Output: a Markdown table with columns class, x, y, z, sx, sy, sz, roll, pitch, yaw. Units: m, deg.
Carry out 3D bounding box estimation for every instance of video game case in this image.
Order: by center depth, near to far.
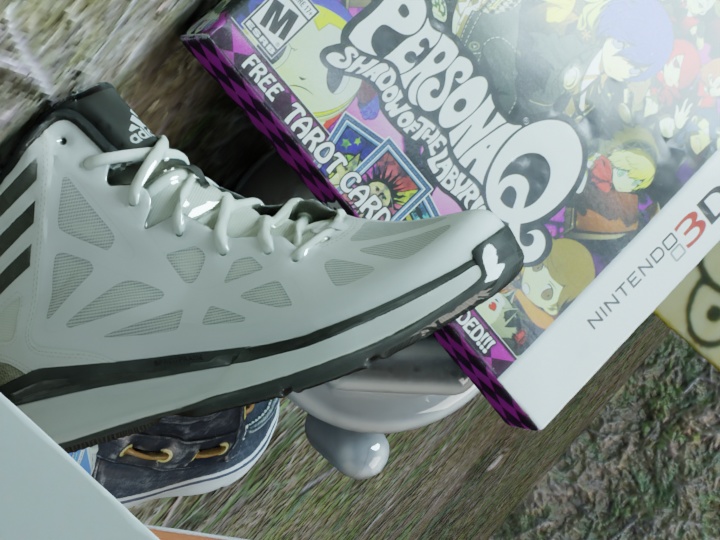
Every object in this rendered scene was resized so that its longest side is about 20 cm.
| class | x | y | z | sx | sy | sz | roll | pitch | yaw |
| --- | --- | --- | --- | --- | --- | --- | --- | --- | --- |
| video game case | 0.061 | -0.073 | 0.922 | 0.181 | 0.200 | 0.036 | -45 | -163 | -15 |

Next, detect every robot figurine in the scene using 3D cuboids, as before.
| class | x | y | z | sx | sy | sz | roll | pitch | yaw |
| --- | --- | --- | --- | --- | --- | --- | --- | --- | --- |
| robot figurine | 0.000 | 0.000 | 1.032 | 0.200 | 0.112 | 0.171 | -138 | -125 | -76 |

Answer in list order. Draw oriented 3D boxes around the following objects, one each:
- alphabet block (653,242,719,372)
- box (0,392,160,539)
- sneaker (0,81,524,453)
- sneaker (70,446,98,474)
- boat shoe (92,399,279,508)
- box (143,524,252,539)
| class | x | y | z | sx | sy | sz | roll | pitch | yaw |
| --- | --- | --- | --- | --- | --- | --- | --- | --- | --- |
| alphabet block | 0.314 | -0.045 | 1.908 | 0.200 | 0.195 | 0.196 | -51 | 166 | 17 |
| box | -0.176 | 0.109 | 0.618 | 0.199 | 0.200 | 0.171 | -44 | 170 | -24 |
| sneaker | -0.051 | -0.014 | 0.818 | 0.200 | 0.116 | 0.076 | -17 | -176 | 20 |
| sneaker | -0.143 | 0.094 | 0.990 | 0.077 | 0.076 | 0.200 | -42 | 171 | -34 |
| boat shoe | -0.072 | 0.054 | 1.101 | 0.091 | 0.071 | 0.200 | -44 | 171 | 26 |
| box | -0.129 | 0.171 | 0.871 | 0.106 | 0.199 | 0.153 | 106 | -9 | -63 |
